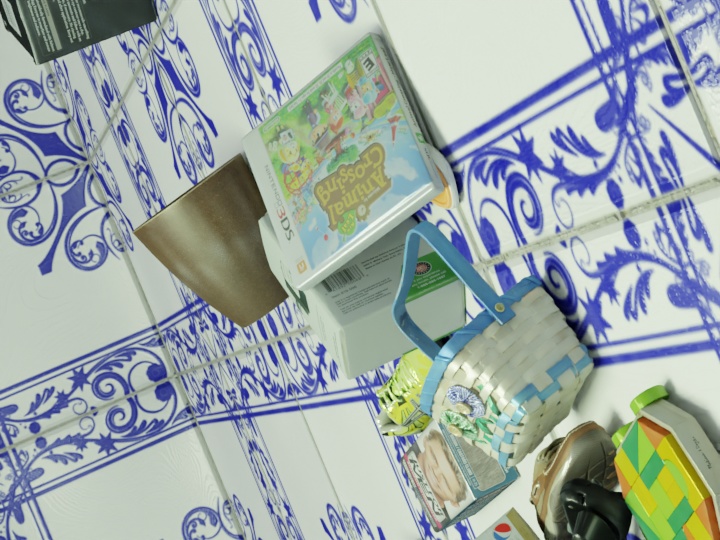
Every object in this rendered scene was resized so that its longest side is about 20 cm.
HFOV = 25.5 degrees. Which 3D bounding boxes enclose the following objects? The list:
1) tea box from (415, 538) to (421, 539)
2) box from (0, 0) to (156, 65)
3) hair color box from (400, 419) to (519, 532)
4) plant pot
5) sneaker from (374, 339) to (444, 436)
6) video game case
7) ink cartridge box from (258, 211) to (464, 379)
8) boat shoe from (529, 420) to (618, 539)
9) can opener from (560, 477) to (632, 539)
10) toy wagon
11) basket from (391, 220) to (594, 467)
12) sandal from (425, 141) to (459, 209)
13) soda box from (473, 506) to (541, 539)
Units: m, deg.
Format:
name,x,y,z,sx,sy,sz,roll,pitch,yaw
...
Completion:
name,x,y,z,sx,sy,sz,roll,pitch,yaw
tea box,0.086,0.493,2.068,0.197,0.133,0.201,28,138,64
box,-0.441,-0.424,2.416,0.197,0.199,0.118,43,152,53
hair color box,0.107,0.221,1.783,0.101,0.060,0.200,63,162,14
plant pot,-0.184,-0.028,2.214,0.201,0.187,0.187,54,164,-6
sneaker,0.062,0.134,1.786,0.076,0.076,0.201,59,160,30
video game case,-0.023,-0.107,1.592,0.200,0.022,0.183,-36,65,32
ink cartridge box,0.000,0.000,1.685,0.200,0.146,0.083,53,160,42
boat shoe,0.189,0.192,1.472,0.072,0.075,0.201,60,160,31
can opener,0.219,0.253,1.428,0.063,0.079,0.200,21,155,34
toy wagon,0.259,0.191,1.309,0.156,0.039,0.200,60,162,23
basket,0.106,0.064,1.445,0.200,0.139,0.177,49,158,22
sandal,0.029,-0.110,1.601,0.207,0.059,0.080,40,148,57
soda box,0.177,0.313,1.558,0.068,0.064,0.200,50,180,43
